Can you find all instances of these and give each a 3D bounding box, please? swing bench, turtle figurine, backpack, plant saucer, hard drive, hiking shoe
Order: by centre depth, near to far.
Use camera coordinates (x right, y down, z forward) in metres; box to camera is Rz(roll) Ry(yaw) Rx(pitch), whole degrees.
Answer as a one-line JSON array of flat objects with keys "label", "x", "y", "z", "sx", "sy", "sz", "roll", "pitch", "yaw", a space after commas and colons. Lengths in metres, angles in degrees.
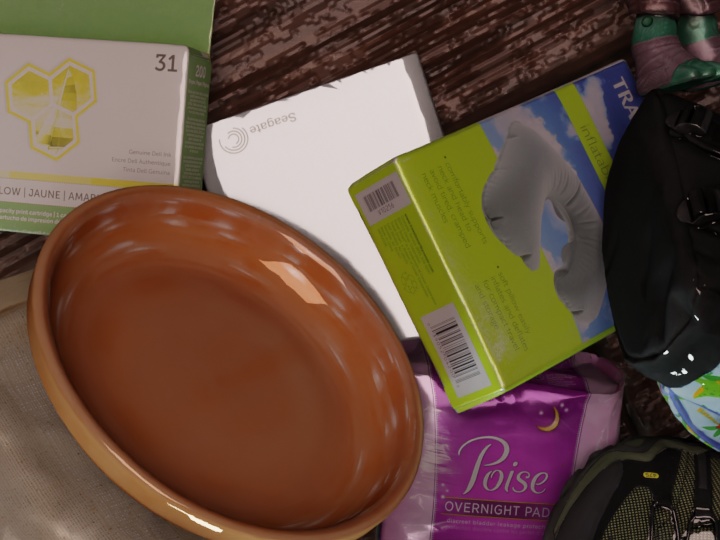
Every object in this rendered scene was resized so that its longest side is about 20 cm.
[{"label": "plant saucer", "x": -0.063, "y": 0.047, "z": 0.826, "sx": 0.200, "sy": 0.200, "sz": 0.038, "roll": 39, "pitch": 126, "yaw": 1}, {"label": "backpack", "x": 0.212, "y": 0.024, "z": 0.842, "sx": 0.198, "sy": 0.164, "sz": 0.155, "roll": 11, "pitch": 127, "yaw": -10}, {"label": "swing bench", "x": -0.116, "y": 0.115, "z": 0.866, "sx": 0.129, "sy": 0.200, "sz": 0.200, "roll": -36, "pitch": 72, "yaw": 1}, {"label": "hiking shoe", "x": 0.179, "y": 0.122, "z": 0.872, "sx": 0.198, "sy": 0.100, "sz": 0.077, "roll": -16, "pitch": 112, "yaw": -30}, {"label": "turtle figurine", "x": 0.156, "y": -0.194, "z": 0.935, "sx": 0.149, "sy": 0.100, "sz": 0.202, "roll": -14, "pitch": 92, "yaw": -39}, {"label": "hard drive", "x": 0.000, "y": 0.000, "z": 0.972, "sx": 0.131, "sy": 0.027, "sz": 0.202, "roll": -18, "pitch": 89, "yaw": 2}]

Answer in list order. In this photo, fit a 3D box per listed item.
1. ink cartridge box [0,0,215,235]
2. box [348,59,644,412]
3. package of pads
[{"label": "ink cartridge box", "x": -0.150, "y": -0.119, "z": 0.955, "sx": 0.144, "sy": 0.048, "sz": 0.202, "roll": 5, "pitch": 93, "yaw": 13}, {"label": "box", "x": 0.099, "y": -0.025, "z": 0.901, "sx": 0.199, "sy": 0.048, "sz": 0.123, "roll": -26, "pitch": 89, "yaw": -39}, {"label": "package of pads", "x": 0.067, "y": 0.141, "z": 0.931, "sx": 0.119, "sy": 0.076, "sz": 0.202, "roll": 4, "pitch": 101, "yaw": -3}]
